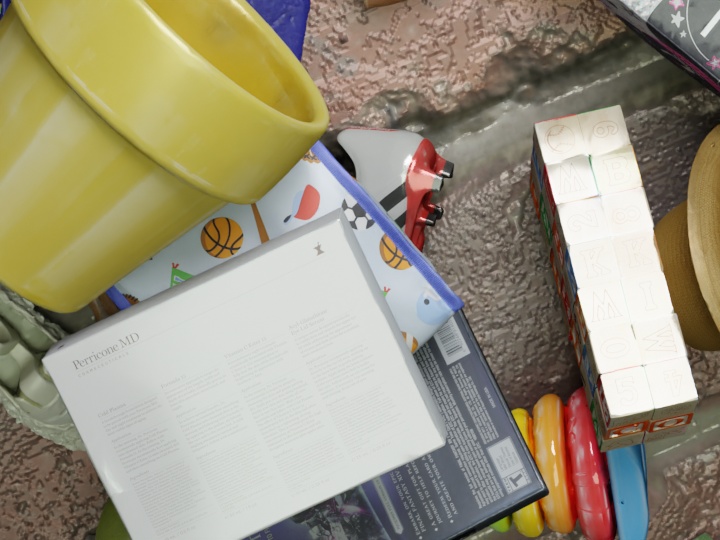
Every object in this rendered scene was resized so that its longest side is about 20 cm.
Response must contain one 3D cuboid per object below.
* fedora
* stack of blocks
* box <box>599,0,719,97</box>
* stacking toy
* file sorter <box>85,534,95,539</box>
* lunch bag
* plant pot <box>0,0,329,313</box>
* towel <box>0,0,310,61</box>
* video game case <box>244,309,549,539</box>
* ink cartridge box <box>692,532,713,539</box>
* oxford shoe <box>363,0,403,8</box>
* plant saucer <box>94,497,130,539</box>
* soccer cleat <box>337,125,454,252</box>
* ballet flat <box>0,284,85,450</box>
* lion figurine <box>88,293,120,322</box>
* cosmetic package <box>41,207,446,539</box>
[{"bbox_3d":[0.249,-0.003,1.711,0.081,0.201,0.201,-19,108,37],"label":"fedora"},{"bbox_3d":[0.161,0.010,1.672,0.058,0.115,0.201,-12,72,-2],"label":"stack of blocks"},{"bbox_3d":[0.208,-0.202,1.662,0.200,0.132,0.115,36,96,-12],"label":"box"},{"bbox_3d":[0.094,0.139,1.756,0.198,0.110,0.117,-8,116,8],"label":"stacking toy"},{"bbox_3d":[-0.106,0.284,1.748,0.199,0.125,0.140,14,101,-8],"label":"file sorter"},{"bbox_3d":[-0.063,-0.002,1.630,0.170,0.124,0.200,-44,99,-1],"label":"lunch bag"},{"bbox_3d":[-0.150,-0.085,1.514,0.200,0.201,0.189,40,104,-13],"label":"plant pot"},{"bbox_3d":[-0.127,-0.182,1.623,0.199,0.050,0.149,6,102,-25],"label":"towel"},{"bbox_3d":[0.004,0.126,1.671,0.199,0.019,0.144,-28,67,7],"label":"video game case"},{"bbox_3d":[0.196,0.297,1.821,0.199,0.048,0.146,-31,105,-1],"label":"ink cartridge box"},{"bbox_3d":[-0.016,-0.260,1.662,0.071,0.071,0.201,-24,104,9],"label":"oxford shoe"},{"bbox_3d":[-0.075,0.188,1.705,0.199,0.201,0.031,15,142,-9],"label":"plant saucer"},{"bbox_3d":[0.000,0.000,1.727,0.085,0.069,0.201,18,107,11],"label":"soccer cleat"},{"bbox_3d":[-0.232,0.054,1.714,0.072,0.072,0.200,-44,104,5],"label":"ballet flat"},{"bbox_3d":[-0.143,-0.028,1.710,0.199,0.072,0.123,-20,97,-15],"label":"lion figurine"},{"bbox_3d":[-0.068,0.073,1.554,0.199,0.052,0.152,-24,100,6],"label":"cosmetic package"}]
